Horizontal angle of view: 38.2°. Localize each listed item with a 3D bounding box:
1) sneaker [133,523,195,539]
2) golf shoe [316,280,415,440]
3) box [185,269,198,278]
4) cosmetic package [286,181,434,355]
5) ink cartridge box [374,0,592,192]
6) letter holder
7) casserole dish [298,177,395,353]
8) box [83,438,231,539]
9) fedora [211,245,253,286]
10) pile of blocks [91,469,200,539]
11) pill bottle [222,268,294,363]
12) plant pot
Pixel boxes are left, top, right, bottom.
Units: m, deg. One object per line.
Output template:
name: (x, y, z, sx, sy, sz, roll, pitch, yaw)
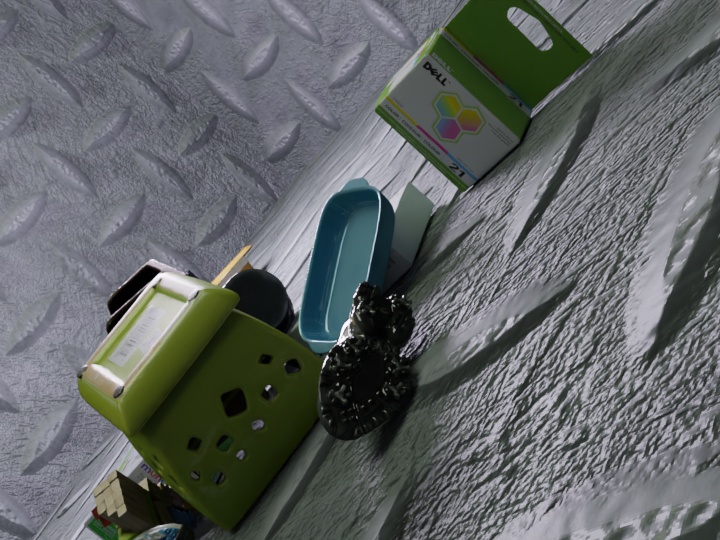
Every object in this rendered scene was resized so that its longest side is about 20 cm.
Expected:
sneaker: (-0.240, 0.331, 1.103, 0.200, 0.075, 0.087, -47, 3, 16)
golf shoe: (0.000, 0.097, 0.902, 0.201, 0.077, 0.095, -64, -1, -60)
box: (-0.566, 0.126, 3.220, 0.200, 0.123, 0.199, -47, 11, 9)
cosmetic package: (0.000, 0.000, 1.283, 0.200, 0.051, 0.152, -44, 14, 33)
ink cartridge box: (0.133, -0.208, 1.155, 0.200, 0.147, 0.076, -41, 13, 42)
letter holder: (-0.226, 0.115, 1.233, 0.142, 0.201, 0.100, -43, 32, -22)
casserole dish: (-0.012, -0.002, 1.165, 0.120, 0.038, 0.203, -4, 72, 53)
box: (-0.251, 0.250, 1.370, 0.177, 0.096, 0.201, -46, 10, 22)
fedora: (-0.306, 0.030, 2.506, 0.201, 0.082, 0.201, -47, 5, 5)
pile of blocks: (-0.235, 0.278, 1.148, 0.062, 0.083, 0.200, -38, -22, 6)
pill bottle: (-0.142, 0.074, 1.352, 0.112, 0.111, 0.200, -54, -5, -23)
plant pot: (-0.173, 0.119, 1.096, 0.201, 0.182, 0.198, -53, 29, -14)
